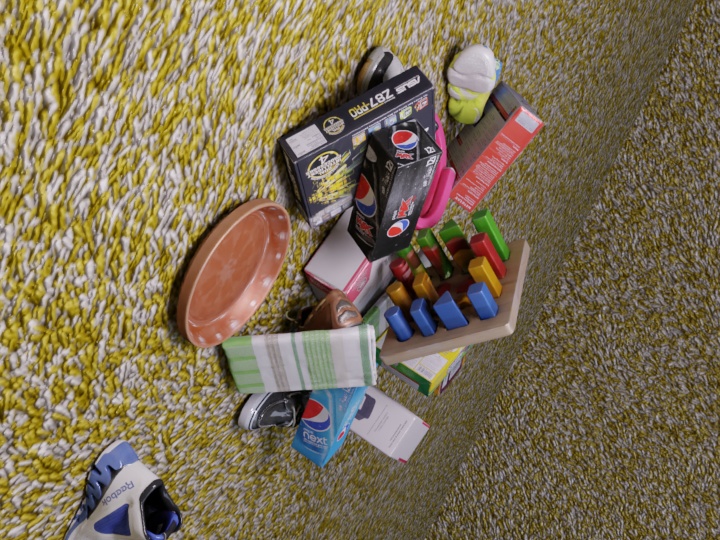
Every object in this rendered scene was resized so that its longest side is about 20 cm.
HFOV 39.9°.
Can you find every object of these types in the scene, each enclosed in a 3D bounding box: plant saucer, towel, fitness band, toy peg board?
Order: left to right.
[{"bbox_3d":[-0.157,0.001,1.211,0.200,0.032,0.200,-49,157,-29],"label":"plant saucer"},{"bbox_3d":[-0.079,0.119,1.353,0.149,0.200,0.031,87,0,-56],"label":"towel"},{"bbox_3d":[0.053,0.053,1.582,0.200,0.031,0.149,-47,156,-29],"label":"towel"},{"bbox_3d":[0.089,-0.151,1.479,0.144,0.037,0.200,54,43,-41],"label":"fitness band"},{"bbox_3d":[0.117,0.014,1.389,0.098,0.200,0.199,57,32,-25],"label":"toy peg board"}]

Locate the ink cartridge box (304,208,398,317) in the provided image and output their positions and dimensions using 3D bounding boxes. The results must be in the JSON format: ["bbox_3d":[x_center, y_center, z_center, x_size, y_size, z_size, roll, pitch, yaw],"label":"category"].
[{"bbox_3d":[0.000,0.000,1.525,0.146,0.085,0.200,-55,159,-15],"label":"ink cartridge box"}]

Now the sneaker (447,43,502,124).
[{"bbox_3d":[0.184,-0.319,1.564,0.200,0.076,0.105,103,12,-69],"label":"sneaker"}]

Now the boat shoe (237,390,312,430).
[{"bbox_3d":[-0.116,0.211,1.552,0.200,0.071,0.072,-19,135,-63],"label":"boat shoe"}]

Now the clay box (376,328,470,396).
[{"bbox_3d":[0.121,0.098,1.594,0.200,0.115,0.048,-44,156,-34],"label":"clay box"}]

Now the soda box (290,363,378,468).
[{"bbox_3d":[-0.042,0.207,1.511,0.068,0.064,0.200,-43,160,-47],"label":"soda box"}]

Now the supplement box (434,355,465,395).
[{"bbox_3d":[0.079,0.110,1.701,0.086,0.200,0.110,-48,157,-31],"label":"supplement box"}]

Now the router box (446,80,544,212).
[{"bbox_3d":[0.203,-0.205,1.601,0.180,0.049,0.200,-51,-165,17],"label":"router box"}]

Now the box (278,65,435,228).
[{"bbox_3d":[0.001,-0.154,1.257,0.200,0.049,0.161,-30,156,-11],"label":"box"}]

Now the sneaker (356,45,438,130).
[{"bbox_3d":[0.059,-0.234,1.337,0.076,0.088,0.200,-58,159,-2],"label":"sneaker"}]

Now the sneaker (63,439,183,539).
[{"bbox_3d":[-0.286,0.317,1.208,0.081,0.115,0.200,-23,138,-59],"label":"sneaker"}]

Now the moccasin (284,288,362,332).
[{"bbox_3d":[-0.064,0.080,1.454,0.074,0.078,0.201,-20,168,-22],"label":"moccasin"}]

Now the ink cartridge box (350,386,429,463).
[{"bbox_3d":[0.007,0.238,1.708,0.084,0.200,0.145,-55,161,-6],"label":"ink cartridge box"}]

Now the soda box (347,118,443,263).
[{"bbox_3d":[0.040,-0.098,1.270,0.071,0.063,0.200,-22,152,-25],"label":"soda box"}]
